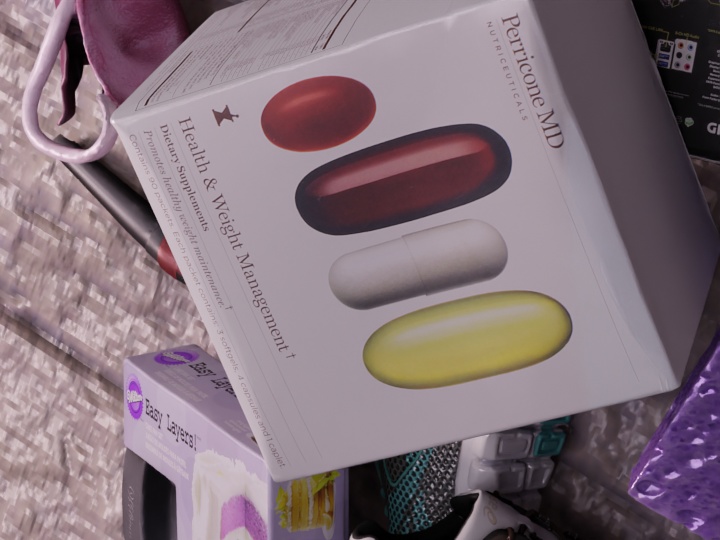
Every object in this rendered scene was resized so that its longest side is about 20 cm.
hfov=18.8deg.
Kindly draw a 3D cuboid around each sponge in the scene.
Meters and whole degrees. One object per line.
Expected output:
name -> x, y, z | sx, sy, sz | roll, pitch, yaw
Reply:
sponge -> 0.218, 0.047, 1.012 | 0.111, 0.030, 0.201 | 27, 111, -1

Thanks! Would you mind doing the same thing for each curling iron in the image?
curling iron -> -0.103, -0.018, 1.212 | 0.200, 0.026, 0.050 | 41, 149, 27

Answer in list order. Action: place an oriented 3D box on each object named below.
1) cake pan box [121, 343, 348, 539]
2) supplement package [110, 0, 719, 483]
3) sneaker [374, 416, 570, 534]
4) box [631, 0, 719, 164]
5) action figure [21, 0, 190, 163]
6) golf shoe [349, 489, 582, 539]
cake pan box -> -0.069, 0.152, 1.149 | 0.200, 0.052, 0.185 | 29, 120, 58
supplement package -> 0.032, -0.037, 0.982 | 0.199, 0.147, 0.192 | -16, 110, 23
sneaker -> 0.044, 0.124, 1.135 | 0.091, 0.077, 0.201 | 29, 108, 41
box -> 0.141, -0.141, 1.044 | 0.199, 0.049, 0.161 | 15, 102, 28
action figure -> -0.143, -0.173, 1.156 | 0.133, 0.149, 0.201 | 10, 115, 35
golf shoe -> 0.086, 0.150, 1.051 | 0.199, 0.078, 0.095 | -9, 109, -7
